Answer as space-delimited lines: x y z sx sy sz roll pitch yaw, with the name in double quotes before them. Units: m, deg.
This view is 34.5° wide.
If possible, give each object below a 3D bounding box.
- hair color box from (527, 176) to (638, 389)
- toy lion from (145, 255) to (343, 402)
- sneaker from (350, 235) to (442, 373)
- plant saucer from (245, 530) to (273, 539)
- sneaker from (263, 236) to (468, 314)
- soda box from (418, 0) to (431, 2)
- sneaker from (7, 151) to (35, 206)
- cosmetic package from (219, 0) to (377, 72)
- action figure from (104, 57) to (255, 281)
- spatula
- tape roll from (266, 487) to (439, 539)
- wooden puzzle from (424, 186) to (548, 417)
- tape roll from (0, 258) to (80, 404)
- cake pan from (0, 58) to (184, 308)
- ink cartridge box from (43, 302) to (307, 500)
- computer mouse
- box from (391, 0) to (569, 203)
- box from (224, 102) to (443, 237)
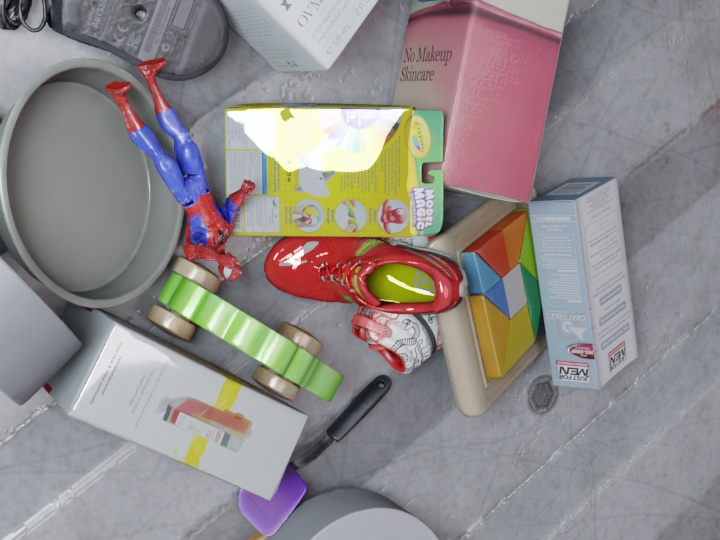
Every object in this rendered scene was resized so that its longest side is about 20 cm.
"hair color box" 0.237 0.012 1.227 0.098 0.060 0.204 -26 110 -47
"toy lion" -0.092 0.060 1.005 0.199 0.191 0.069 34 83 -28
"sneaker" 0.026 0.005 1.129 0.108 0.067 0.203 -40 117 -20
"plant saucer" -0.068 0.344 1.154 0.197 0.032 0.204 -5 101 -27
"sneaker" 0.000 0.000 1.061 0.196 0.085 0.079 6 99 14
"soda box" 0.007 -0.299 0.936 0.198 0.064 0.069 30 84 -29
"sneaker" -0.339 -0.127 0.925 0.201 0.071 0.073 52 43 -19
"cosmetic package" -0.063 -0.315 1.002 0.199 0.122 0.201 39 79 -25
"action figure" -0.132 -0.074 0.974 0.065 0.098 0.202 -40 122 -32
"spatula" -0.040 0.172 1.141 0.200 0.056 0.021 -43 156 -23
"tape roll" -0.009 0.319 1.127 0.197 0.066 0.204 -5 101 -27
"wooden puzzle" 0.145 0.024 1.174 0.199 0.037 0.188 -32 114 -47
"tape roll" -0.304 0.009 0.873 0.066 0.199 0.201 -45 115 -14
"cake pan" -0.226 -0.071 0.958 0.199 0.036 0.205 3 86 -55
"ink cartridge box" -0.165 0.109 1.002 0.198 0.145 0.084 30 82 -28
"computer mouse" -0.204 -0.234 0.979 0.198 0.053 0.140 25 99 -22
"box" 0.106 -0.176 1.108 0.107 0.127 0.204 9 93 -27
"box" -0.022 -0.091 1.047 0.196 0.048 0.120 2 99 7
